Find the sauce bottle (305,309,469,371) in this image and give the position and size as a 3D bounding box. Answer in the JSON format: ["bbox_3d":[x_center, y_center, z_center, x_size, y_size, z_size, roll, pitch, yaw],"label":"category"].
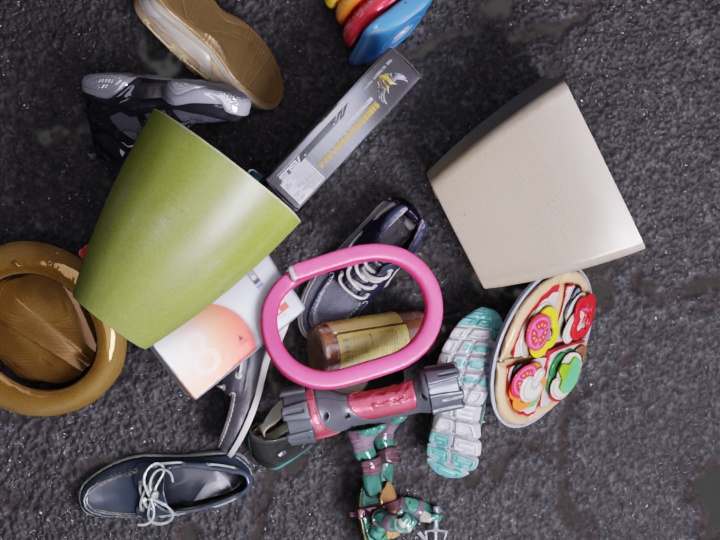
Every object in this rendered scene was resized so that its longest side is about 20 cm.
[{"bbox_3d":[0.038,0.080,1.465,0.200,0.066,0.066,-6,95,-23],"label":"sauce bottle"}]

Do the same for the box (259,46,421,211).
[{"bbox_3d":[-0.032,-0.146,1.397,0.048,0.158,0.200,44,80,-7],"label":"box"}]

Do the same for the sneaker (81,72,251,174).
[{"bbox_3d":[-0.215,-0.155,1.403,0.200,0.075,0.114,9,102,17],"label":"sneaker"}]

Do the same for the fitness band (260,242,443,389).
[{"bbox_3d":[-0.009,0.049,1.376,0.200,0.037,0.144,-16,83,-9],"label":"fitness band"}]

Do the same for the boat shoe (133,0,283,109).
[{"bbox_3d":[-0.169,-0.251,1.422,0.200,0.069,0.074,44,54,-29],"label":"boat shoe"}]

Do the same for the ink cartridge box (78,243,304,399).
[{"bbox_3d":[-0.178,0.012,1.375,0.162,0.050,0.200,-40,107,-17],"label":"ink cartridge box"}]

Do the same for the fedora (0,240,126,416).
[{"bbox_3d":[-0.350,0.061,1.403,0.200,0.082,0.201,0,98,-1],"label":"fedora"}]

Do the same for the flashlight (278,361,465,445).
[{"bbox_3d":[0.013,0.142,1.400,0.199,0.068,0.068,-12,104,1],"label":"flashlight"}]

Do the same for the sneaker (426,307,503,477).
[{"bbox_3d":[0.118,0.135,1.482,0.077,0.091,0.200,16,100,-1],"label":"sneaker"}]

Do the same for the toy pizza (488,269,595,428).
[{"bbox_3d":[0.217,0.091,1.464,0.200,0.032,0.201,-27,128,-41],"label":"toy pizza"}]

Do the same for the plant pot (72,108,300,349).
[{"bbox_3d":[-0.194,-0.027,1.291,0.187,0.187,0.200,37,87,-9],"label":"plant pot"}]

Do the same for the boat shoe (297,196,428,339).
[{"bbox_3d":[0.000,0.000,1.454,0.075,0.093,0.200,35,88,-9],"label":"boat shoe"}]

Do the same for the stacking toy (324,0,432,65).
[{"bbox_3d":[-0.018,-0.341,1.434,0.116,0.110,0.200,-40,88,-20],"label":"stacking toy"}]

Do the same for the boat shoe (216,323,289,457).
[{"bbox_3d":[-0.133,0.111,1.451,0.060,0.074,0.200,20,88,-10],"label":"boat shoe"}]

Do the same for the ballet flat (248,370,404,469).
[{"bbox_3d":[-0.042,0.157,1.465,0.200,0.068,0.068,-33,124,-6],"label":"ballet flat"}]

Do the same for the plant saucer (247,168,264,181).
[{"bbox_3d":[-0.153,-0.016,1.467,0.070,0.019,0.200,33,89,-10],"label":"plant saucer"}]

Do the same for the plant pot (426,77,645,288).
[{"bbox_3d":[0.182,-0.087,1.438,0.177,0.200,0.200,-27,98,6],"label":"plant pot"}]

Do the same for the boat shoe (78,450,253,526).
[{"bbox_3d":[-0.221,0.250,1.451,0.199,0.062,0.075,-3,96,-8],"label":"boat shoe"}]

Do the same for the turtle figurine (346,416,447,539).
[{"bbox_3d":[0.037,0.271,1.464,0.100,0.150,0.201,-12,90,9],"label":"turtle figurine"}]
